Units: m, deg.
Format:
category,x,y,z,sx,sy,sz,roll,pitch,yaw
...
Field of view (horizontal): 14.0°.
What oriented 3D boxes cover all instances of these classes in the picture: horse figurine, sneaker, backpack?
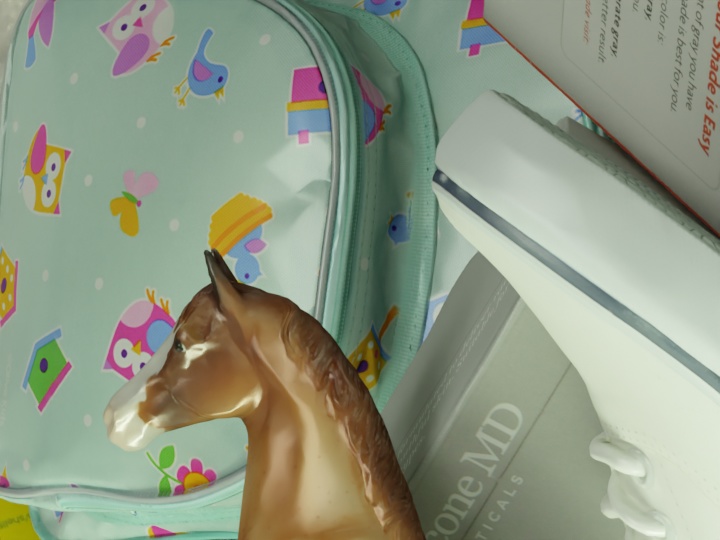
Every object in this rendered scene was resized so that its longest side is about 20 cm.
category,x,y,z,sx,sy,sz,roll,pitch,yaw
horse figurine,0.004,0.108,0.585,0.200,0.050,0.133,43,99,24
sneaker,0.079,0.051,0.558,0.071,0.200,0.073,-46,12,3
backpack,0.000,0.000,0.771,0.200,0.153,0.176,2,83,34

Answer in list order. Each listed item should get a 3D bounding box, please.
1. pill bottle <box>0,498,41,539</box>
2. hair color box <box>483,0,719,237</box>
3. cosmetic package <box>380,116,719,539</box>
category,x,y,z,sx,sy,sz,roll,pitch,yaw
pill bottle,-0.097,0.127,0.871,0.104,0.104,0.200,-38,63,32
hair color box,0.106,-0.049,0.602,0.200,0.061,0.102,48,148,39
cosmetic package,0.103,0.064,0.647,0.107,0.200,0.090,-62,8,21
